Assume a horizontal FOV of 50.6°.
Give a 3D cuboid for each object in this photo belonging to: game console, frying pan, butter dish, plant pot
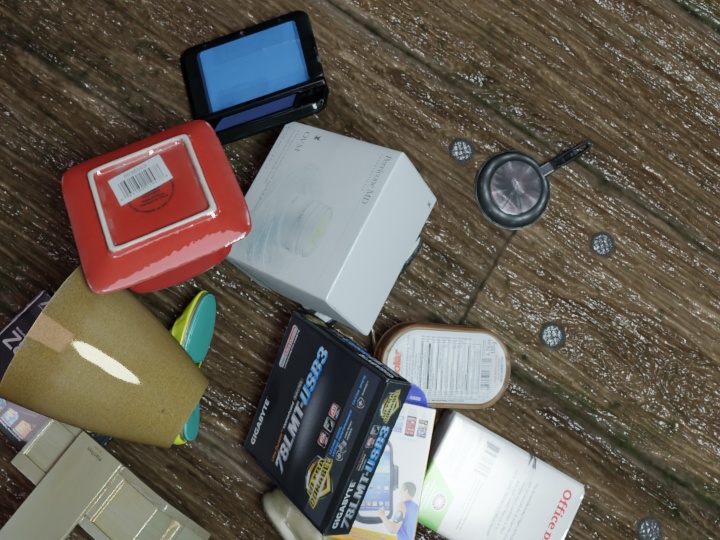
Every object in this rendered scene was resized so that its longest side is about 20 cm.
[{"bbox_3d":[-0.151,-0.256,1.021,0.196,0.177,0.118,-17,112,7],"label":"game console"},{"bbox_3d":[0.258,-0.123,1.103,0.186,0.031,0.118,-8,85,-3],"label":"frying pan"},{"bbox_3d":[-0.237,-0.053,0.932,0.197,0.149,0.202,-23,60,-8],"label":"butter dish"},{"bbox_3d":[-0.290,0.121,0.911,0.198,0.186,0.188,34,81,-9],"label":"plant pot"}]

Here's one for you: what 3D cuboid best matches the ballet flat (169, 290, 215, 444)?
[{"bbox_3d":[-0.242,0.126,1.012,0.066,0.067,0.205,5,84,18],"label":"ballet flat"}]

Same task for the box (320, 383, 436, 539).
[{"bbox_3d":[0.025,0.239,0.955,0.116,0.041,0.205,10,85,5],"label":"box"}]

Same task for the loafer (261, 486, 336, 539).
[{"bbox_3d":[-0.049,0.359,0.990,0.067,0.076,0.201,-39,88,-2],"label":"loafer"}]

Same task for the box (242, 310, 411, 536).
[{"bbox_3d":[-0.049,0.182,0.939,0.049,0.197,0.203,15,101,-45],"label":"box"}]

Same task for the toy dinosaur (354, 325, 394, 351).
[{"bbox_3d":[0.014,0.145,1.031,0.101,0.058,0.200,44,82,0],"label":"toy dinosaur"}]

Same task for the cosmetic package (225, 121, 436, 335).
[{"bbox_3d":[-0.043,-0.059,0.971,0.198,0.123,0.202,21,78,33],"label":"cosmetic package"}]

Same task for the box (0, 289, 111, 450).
[{"bbox_3d":[-0.400,0.154,0.998,0.200,0.049,0.161,45,78,1],"label":"box"}]

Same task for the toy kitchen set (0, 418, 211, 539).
[{"bbox_3d":[-0.329,0.317,0.934,0.198,0.181,0.164,31,69,22],"label":"toy kitchen set"}]

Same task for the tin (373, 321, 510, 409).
[{"bbox_3d":[0.113,0.128,1.029,0.196,0.042,0.115,5,84,-19],"label":"tin"}]

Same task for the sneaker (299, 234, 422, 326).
[{"bbox_3d":[0.000,0.000,1.042,0.198,0.074,0.080,-33,82,-8],"label":"sneaker"}]

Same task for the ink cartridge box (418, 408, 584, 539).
[{"bbox_3d":[0.173,0.299,1.012,0.198,0.084,0.147,30,82,0],"label":"ink cartridge box"}]
